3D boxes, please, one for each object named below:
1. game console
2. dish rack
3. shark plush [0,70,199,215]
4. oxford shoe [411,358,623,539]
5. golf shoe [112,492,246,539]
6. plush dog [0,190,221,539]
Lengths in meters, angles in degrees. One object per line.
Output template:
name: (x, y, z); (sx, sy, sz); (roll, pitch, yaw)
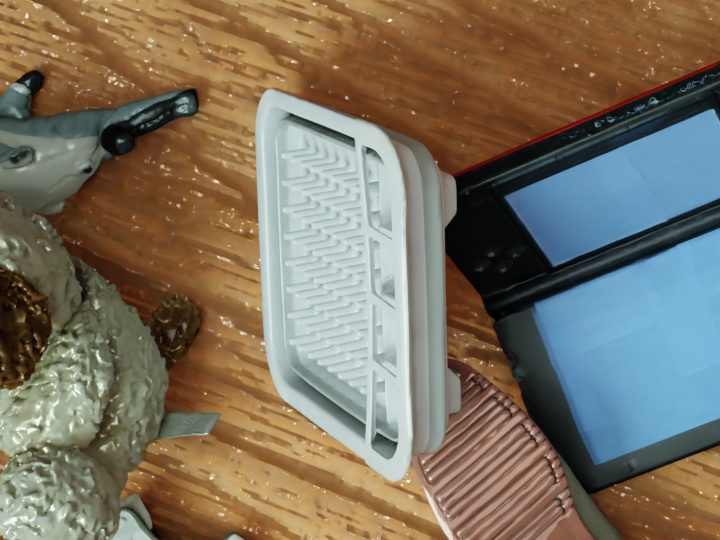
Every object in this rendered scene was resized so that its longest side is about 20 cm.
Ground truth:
game console: (0.154, 0.005, 1.102); (0.199, 0.172, 0.119); (-23, 59, 13)
dish rack: (0.000, 0.000, 1.106); (0.043, 0.200, 0.173); (-8, 105, -22)
shark plush: (-0.192, -0.079, 1.208); (0.199, 0.091, 0.084); (-18, 57, 18)
oxford shoe: (0.090, 0.131, 1.138); (0.071, 0.074, 0.201); (-35, 88, 9)
golf shoe: (-0.151, 0.168, 1.211); (0.198, 0.078, 0.098); (12, 78, 7)
plush dog: (-0.176, 0.027, 1.145); (0.160, 0.172, 0.200); (-40, 43, -10)
